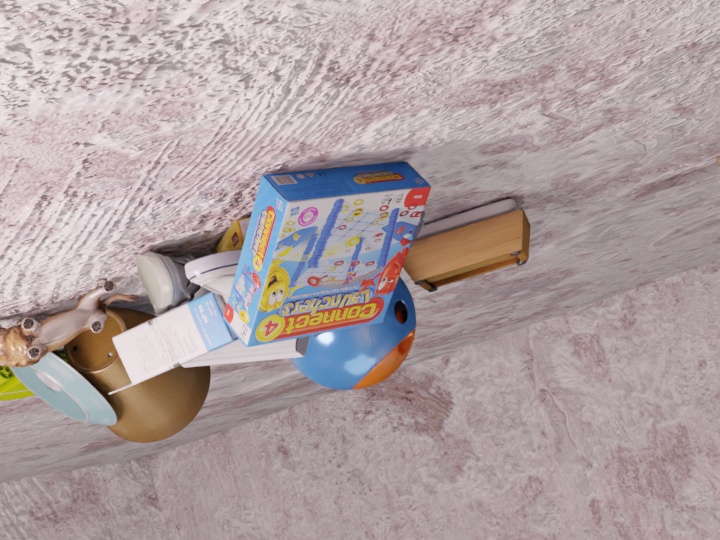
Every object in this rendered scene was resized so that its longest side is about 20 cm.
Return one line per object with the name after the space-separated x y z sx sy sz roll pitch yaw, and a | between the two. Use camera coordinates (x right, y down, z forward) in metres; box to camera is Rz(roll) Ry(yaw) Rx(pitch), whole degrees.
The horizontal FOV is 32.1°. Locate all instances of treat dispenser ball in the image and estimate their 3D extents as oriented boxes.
-0.019 0.073 1.819 0.200 0.201 0.201 -16 170 -3 | treat dispenser ball

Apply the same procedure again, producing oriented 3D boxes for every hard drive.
-0.145 0.057 1.634 0.200 0.132 0.026 -8 148 34 | hard drive

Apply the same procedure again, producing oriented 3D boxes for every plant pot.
-0.335 0.129 1.772 0.186 0.187 0.200 -18 155 8 | plant pot

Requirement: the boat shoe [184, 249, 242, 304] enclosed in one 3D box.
-0.126 0.026 1.492 0.074 0.086 0.202 -19 167 31 | boat shoe

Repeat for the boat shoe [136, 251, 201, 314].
-0.230 0.007 1.540 0.071 0.070 0.201 -25 176 -12 | boat shoe

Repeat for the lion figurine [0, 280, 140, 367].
-0.385 0.072 1.613 0.200 0.073 0.122 -17 178 -18 | lion figurine

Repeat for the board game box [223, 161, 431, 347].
-0.038 -0.020 1.407 0.200 0.056 0.196 -9 131 -36 | board game box

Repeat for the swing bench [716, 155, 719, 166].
0.657 -0.118 1.851 0.129 0.200 0.199 -12 169 -22 | swing bench

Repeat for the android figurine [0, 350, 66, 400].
-0.511 0.164 1.986 0.182 0.041 0.200 -7 166 -45 | android figurine

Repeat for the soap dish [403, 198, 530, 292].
0.156 -0.033 1.860 0.200 0.081 0.157 -17 170 9 | soap dish

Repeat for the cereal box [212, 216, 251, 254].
-0.072 -0.045 1.552 0.200 0.040 0.144 -13 169 -22 | cereal box

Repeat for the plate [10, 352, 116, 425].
-0.424 0.158 1.729 0.026 0.200 0.200 -54 -173 -25 | plate

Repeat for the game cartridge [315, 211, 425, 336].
0.000 0.000 1.643 0.133 0.041 0.200 -32 -162 44 | game cartridge

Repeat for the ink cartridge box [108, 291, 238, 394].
-0.225 0.082 1.570 0.200 0.068 0.116 -24 179 23 | ink cartridge box
